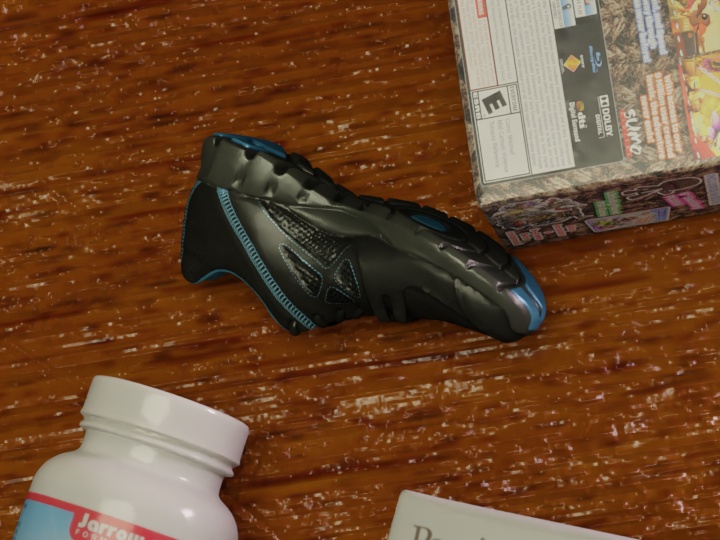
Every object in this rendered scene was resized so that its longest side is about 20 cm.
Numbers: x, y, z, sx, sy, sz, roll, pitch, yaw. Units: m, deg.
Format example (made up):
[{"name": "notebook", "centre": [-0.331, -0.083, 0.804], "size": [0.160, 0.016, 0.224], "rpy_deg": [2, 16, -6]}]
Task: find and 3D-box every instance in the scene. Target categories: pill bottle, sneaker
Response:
[{"name": "pill bottle", "centre": [-0.124, 0.159, 1.341], "size": [0.108, 0.109, 0.201], "rpy_deg": [15, 81, 15]}, {"name": "sneaker", "centre": [0.000, 0.000, 1.380], "size": [0.199, 0.073, 0.082], "rpy_deg": [24, 100, 21]}]

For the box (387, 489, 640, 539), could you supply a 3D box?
[{"name": "box", "centre": [0.117, 0.212, 1.220], "size": [0.198, 0.200, 0.172], "rpy_deg": [10, 79, 24]}]

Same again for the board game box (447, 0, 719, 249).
[{"name": "board game box", "centre": [0.150, -0.113, 1.350], "size": [0.199, 0.097, 0.160], "rpy_deg": [-10, 76, 10]}]
